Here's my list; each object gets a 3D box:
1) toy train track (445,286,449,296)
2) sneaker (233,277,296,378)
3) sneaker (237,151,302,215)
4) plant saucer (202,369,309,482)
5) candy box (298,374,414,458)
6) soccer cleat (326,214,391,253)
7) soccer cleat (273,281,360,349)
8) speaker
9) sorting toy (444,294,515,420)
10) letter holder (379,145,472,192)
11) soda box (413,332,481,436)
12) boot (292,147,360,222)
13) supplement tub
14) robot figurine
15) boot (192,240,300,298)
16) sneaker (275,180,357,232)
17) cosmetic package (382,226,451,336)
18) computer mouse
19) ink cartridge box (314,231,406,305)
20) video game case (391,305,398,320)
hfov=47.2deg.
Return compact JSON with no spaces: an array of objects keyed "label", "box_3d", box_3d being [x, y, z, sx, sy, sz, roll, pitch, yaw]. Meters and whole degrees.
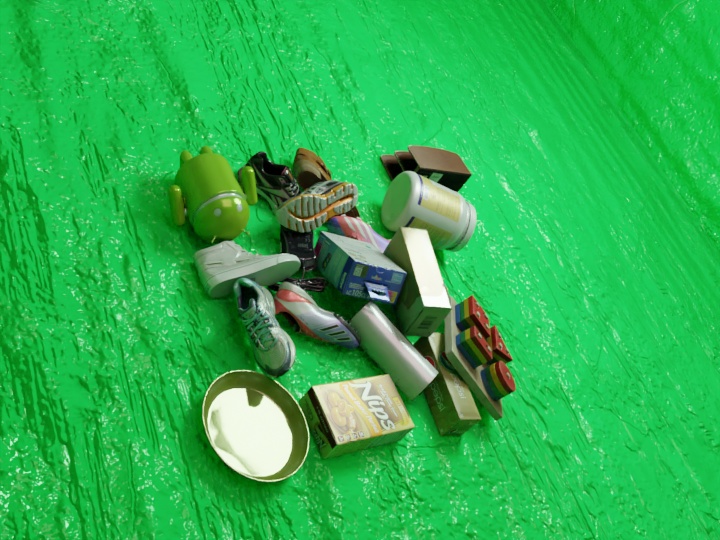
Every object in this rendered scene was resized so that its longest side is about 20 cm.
[{"label":"toy train track","box_3d":[0.174,0.082,1.798,0.199,0.032,0.117,33,38,-61]},{"label":"sneaker","box_3d":[-0.180,0.099,1.445,0.202,0.077,0.087,60,5,35]},{"label":"sneaker","box_3d":[-0.163,-0.172,1.738,0.198,0.086,0.081,34,39,-13]},{"label":"plant saucer","box_3d":[-0.175,0.258,1.353,0.197,0.031,0.203,25,41,-23]},{"label":"candy box","box_3d":[-0.005,0.260,1.488,0.197,0.055,0.117,-2,55,-44]},{"label":"soccer cleat","box_3d":[0.012,-0.054,1.808,0.197,0.067,0.078,28,43,-24]},{"label":"soccer cleat","box_3d":[-0.086,0.103,1.572,0.199,0.068,0.074,38,65,-20]},{"label":"speaker","box_3d":[0.061,0.159,1.628,0.200,0.081,0.081,47,37,6]},{"label":"sorting toy","box_3d":[0.257,0.171,1.732,0.200,0.069,0.202,52,22,-22]},{"label":"letter holder","box_3d":[0.166,-0.273,2.134,0.197,0.101,0.144,1,51,-42]},{"label":"soda box","box_3d":[0.169,0.229,1.669,0.063,0.068,0.203,7,50,-39]},{"label":"boot","box_3d":[-0.079,-0.185,1.854,0.199,0.077,0.156,38,17,-24]},{"label":"supplement tub","box_3d":[0.163,-0.135,1.955,0.197,0.146,0.148,21,41,-27]},{"label":"robot figurine","box_3d":[-0.282,-0.139,1.569,0.172,0.117,0.203,-16,62,-25]},{"label":"boot","box_3d":[-0.213,-0.021,1.536,0.196,0.074,0.097,-13,60,-34]},{"label":"sneaker","box_3d":[-0.098,-0.137,1.700,0.197,0.080,0.077,-21,35,-36]},{"label":"cosmetic package","box_3d":[0.111,0.022,1.684,0.069,0.106,0.203,5,49,-26]},{"label":"computer mouse","box_3d":[-0.151,-0.030,1.654,0.137,0.046,0.203,0,52,-25]},{"label":"ink cartridge box","box_3d":[0.000,0.000,1.659,0.134,0.078,0.200,13,14,-32]},{"label":"video game case","box_3d":[0.123,0.038,1.818,0.199,0.018,0.146,-28,93,-52]}]
